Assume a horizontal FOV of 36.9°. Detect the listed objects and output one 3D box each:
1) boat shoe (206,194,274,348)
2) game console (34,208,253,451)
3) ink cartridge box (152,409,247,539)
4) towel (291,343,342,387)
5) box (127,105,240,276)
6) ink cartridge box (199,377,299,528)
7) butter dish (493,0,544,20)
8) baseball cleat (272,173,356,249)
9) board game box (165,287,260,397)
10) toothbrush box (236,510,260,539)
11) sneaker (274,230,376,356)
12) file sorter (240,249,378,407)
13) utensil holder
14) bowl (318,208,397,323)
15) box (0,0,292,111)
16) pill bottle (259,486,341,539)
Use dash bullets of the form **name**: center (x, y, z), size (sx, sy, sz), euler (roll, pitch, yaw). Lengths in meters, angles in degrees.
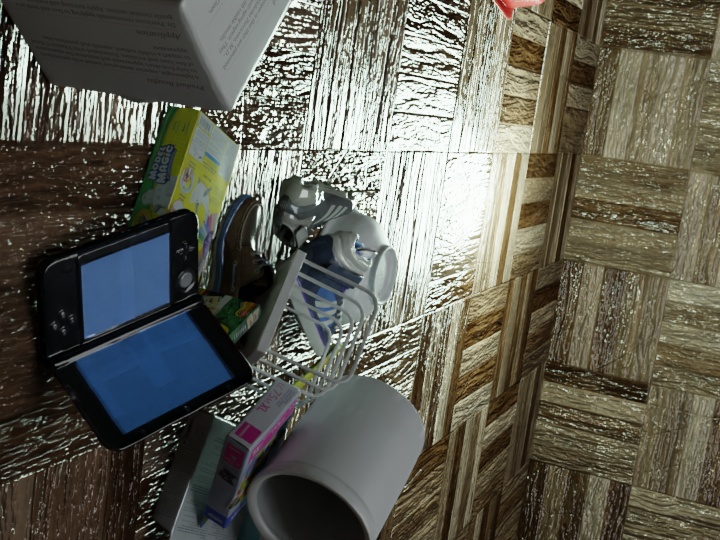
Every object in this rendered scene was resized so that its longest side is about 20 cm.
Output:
- **boat shoe**: center (-0.147, 0.005, 1.369), size (0.072, 0.072, 0.201), euler (20, 82, -69)
- **game console**: center (-0.212, 0.054, 1.102), size (0.200, 0.118, 0.173), euler (-26, 131, -44)
- **ink cartridge box**: center (-0.201, 0.298, 1.428), size (0.201, 0.043, 0.196), euler (-70, 157, -13)
- **towel**: center (-0.095, 0.167, 1.599), size (0.086, 0.018, 0.200), euler (-47, 175, 31)
- **box**: center (-0.205, -0.071, 1.225), size (0.117, 0.048, 0.201), euler (43, 59, -66)
- **ink cartridge box**: center (-0.140, 0.239, 1.353), size (0.119, 0.042, 0.200), euler (-47, 165, -47)
- **butter dish**: center (0.352, -0.623, 2.195), size (0.199, 0.147, 0.201), euler (14, 88, -68)
- **baseball cleat**: center (-0.074, -0.082, 1.543), size (0.200, 0.070, 0.107), euler (8, 107, -64)
- **board game box**: center (-0.205, 0.081, 1.220), size (0.200, 0.104, 0.024), euler (-49, 150, -53)
- **toothbrush box**: center (-0.129, 0.370, 1.584), size (0.146, 0.085, 0.201), euler (42, 63, -64)
- **sneaker**: center (-0.031, 0.028, 1.572), size (0.146, 0.081, 0.200), euler (-27, 135, -8)
- **file sorter**: center (-0.079, 0.087, 1.391), size (0.139, 0.124, 0.200), euler (-68, -168, -23)
- **utensil holder**: center (-0.024, 0.254, 1.382), size (0.200, 0.169, 0.170), euler (-53, 147, -47)
- **bowl**: center (0.000, 0.000, 1.713), size (0.201, 0.090, 0.202), euler (11, 90, -68)
- **box**: center (-0.180, -0.267, 0.975), size (0.131, 0.198, 0.200), euler (71, 36, -53)
- **pill bottle**: center (-0.048, 0.325, 1.505), size (0.200, 0.112, 0.112), euler (-53, 147, -46)
